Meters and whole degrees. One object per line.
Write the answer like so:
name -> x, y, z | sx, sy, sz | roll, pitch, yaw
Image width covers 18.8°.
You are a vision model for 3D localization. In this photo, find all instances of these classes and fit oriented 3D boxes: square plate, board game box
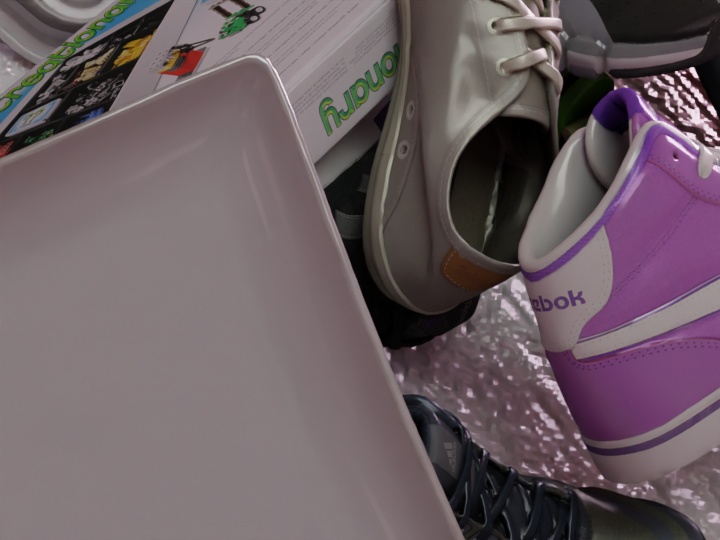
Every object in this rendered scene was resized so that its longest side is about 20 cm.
square plate -> -0.083, 0.061, 0.666 | 0.199, 0.028, 0.199 | -22, 90, -6
board game box -> -0.063, -0.062, 0.784 | 0.126, 0.035, 0.200 | 12, 45, 40

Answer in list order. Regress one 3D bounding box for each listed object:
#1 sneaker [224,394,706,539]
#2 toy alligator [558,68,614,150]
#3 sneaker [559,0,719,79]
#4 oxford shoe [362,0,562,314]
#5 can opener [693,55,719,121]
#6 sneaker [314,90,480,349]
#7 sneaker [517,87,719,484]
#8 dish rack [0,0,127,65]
sneaker -> 0.029, 0.086, 0.731 | 0.198, 0.081, 0.074 | 9, 53, -13
toy alligator -> 0.074, -0.072, 0.877 | 0.059, 0.054, 0.200 | -29, 69, -33
sneaker -> 0.057, -0.145, 0.832 | 0.199, 0.116, 0.075 | 13, 49, 29
oxford shoe -> 0.047, -0.083, 0.763 | 0.075, 0.058, 0.202 | 14, 81, -40
can opener -> 0.166, -0.058, 0.861 | 0.078, 0.063, 0.201 | -1, 75, -53
sneaker -> 0.000, 0.000, 0.791 | 0.087, 0.076, 0.200 | 38, 54, -1
sneaker -> 0.137, -0.027, 0.758 | 0.200, 0.072, 0.115 | -36, 106, -31
dish rack -> -0.113, -0.197, 0.867 | 0.171, 0.044, 0.200 | 42, 62, -5
